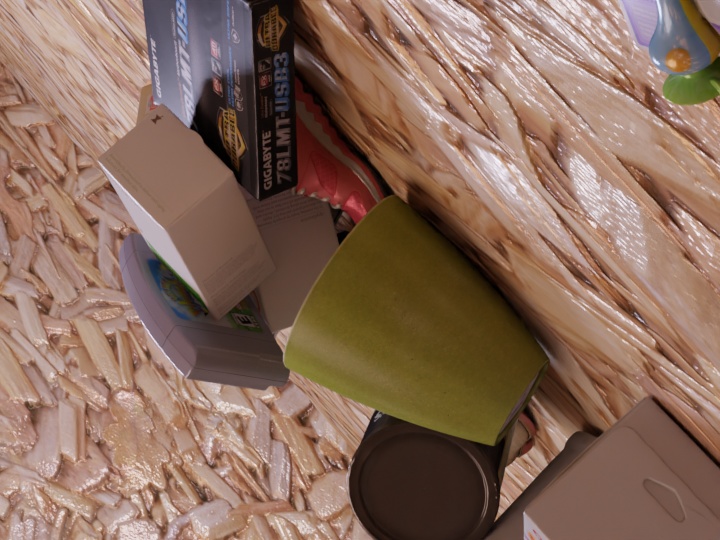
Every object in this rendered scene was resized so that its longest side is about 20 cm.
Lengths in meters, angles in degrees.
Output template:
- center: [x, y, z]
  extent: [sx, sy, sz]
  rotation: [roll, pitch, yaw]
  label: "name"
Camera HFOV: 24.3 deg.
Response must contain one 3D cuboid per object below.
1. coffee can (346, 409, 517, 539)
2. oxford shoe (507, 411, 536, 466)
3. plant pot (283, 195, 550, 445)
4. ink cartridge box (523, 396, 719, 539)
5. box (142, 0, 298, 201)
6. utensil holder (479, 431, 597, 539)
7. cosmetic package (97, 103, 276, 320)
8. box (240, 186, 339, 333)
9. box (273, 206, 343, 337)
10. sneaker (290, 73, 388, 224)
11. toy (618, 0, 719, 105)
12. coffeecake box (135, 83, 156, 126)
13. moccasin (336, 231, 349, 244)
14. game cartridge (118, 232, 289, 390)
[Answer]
- center: [0.076, 0.171, 1.651]
  extent: [0.147, 0.146, 0.200]
  rotation: [50, -159, -9]
  label: "coffee can"
- center: [0.145, 0.181, 1.836]
  extent: [0.070, 0.075, 0.200]
  rotation: [45, 170, 25]
  label: "oxford shoe"
- center: [0.064, 0.064, 1.511]
  extent: [0.199, 0.188, 0.187]
  rotation: [33, 167, 12]
  label: "plant pot"
- center: [0.232, 0.225, 1.390]
  extent: [0.145, 0.144, 0.200]
  rotation: [46, 169, 20]
  label: "ink cartridge box"
- center: [-0.127, -0.194, 1.475]
  extent: [0.198, 0.049, 0.201]
  rotation: [41, 144, 39]
  label: "box"
- center: [0.197, 0.281, 1.587]
  extent: [0.170, 0.200, 0.170]
  rotation: [45, 170, 10]
  label: "utensil holder"
- center: [-0.157, -0.051, 1.554]
  extent: [0.108, 0.085, 0.200]
  rotation: [44, 169, 26]
  label: "cosmetic package"
- center: [-0.091, -0.054, 1.720]
  extent: [0.124, 0.097, 0.202]
  rotation: [-155, 49, -68]
  label: "box"
- center: [-0.115, -0.011, 1.819]
  extent: [0.116, 0.201, 0.060]
  rotation: [31, 177, -19]
  label: "box"
- center: [-0.050, -0.097, 1.595]
  extent: [0.200, 0.087, 0.074]
  rotation: [51, 172, -12]
  label: "sneaker"
- center: [0.114, -0.150, 0.729]
  extent: [0.115, 0.047, 0.200]
  rotation: [35, 163, 52]
  label: "toy"
- center: [-0.194, -0.113, 2.013]
  extent: [0.154, 0.073, 0.201]
  rotation: [-91, -22, -49]
  label: "coffeecake box"
- center: [0.000, 0.000, 1.782]
  extent: [0.068, 0.080, 0.200]
  rotation: [56, 169, -14]
  label: "moccasin"
- center: [-0.162, 0.037, 1.653]
  extent: [0.133, 0.041, 0.200]
  rotation: [8, -147, -38]
  label: "game cartridge"
